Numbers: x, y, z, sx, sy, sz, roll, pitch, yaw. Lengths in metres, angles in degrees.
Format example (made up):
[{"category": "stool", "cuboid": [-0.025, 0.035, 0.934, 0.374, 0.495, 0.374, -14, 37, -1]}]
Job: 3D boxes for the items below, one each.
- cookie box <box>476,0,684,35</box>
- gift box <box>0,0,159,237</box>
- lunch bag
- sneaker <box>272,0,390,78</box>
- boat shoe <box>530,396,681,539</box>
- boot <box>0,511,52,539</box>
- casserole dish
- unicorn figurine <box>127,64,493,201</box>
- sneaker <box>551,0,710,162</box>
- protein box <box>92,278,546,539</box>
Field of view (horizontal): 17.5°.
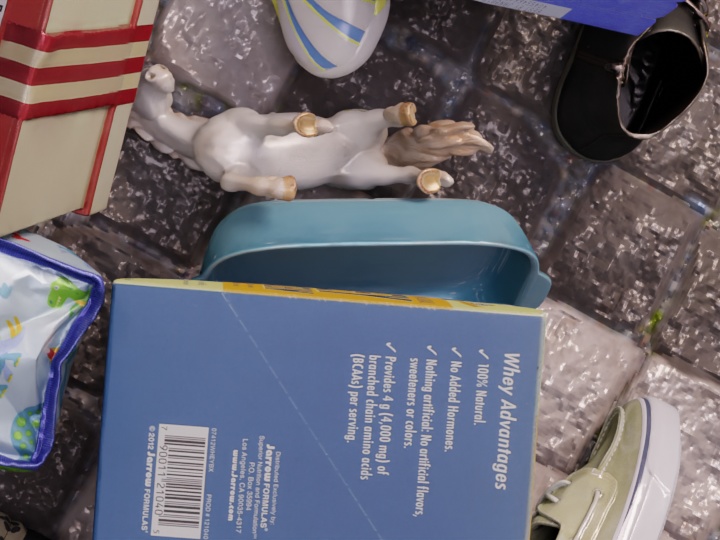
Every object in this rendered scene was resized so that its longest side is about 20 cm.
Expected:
[{"category": "cookie box", "cuboid": [0.082, -0.234, 1.181, 0.171, 0.075, 0.201, 8, 64, -33]}, {"category": "gift box", "cuboid": [-0.207, -0.132, 1.128, 0.199, 0.187, 0.185, 23, 102, 9]}, {"category": "lunch bag", "cuboid": [-0.240, 0.019, 1.140, 0.199, 0.170, 0.128, 21, 85, -14]}, {"category": "sneaker", "cuboid": [-0.039, -0.203, 1.220, 0.105, 0.076, 0.201, 9, 74, -55]}, {"category": "boat shoe", "cuboid": [0.120, 0.142, 1.244, 0.062, 0.072, 0.200, 26, 52, -5]}, {"category": "boot", "cuboid": [-0.170, 0.233, 1.207, 0.153, 0.073, 0.204, 25, 81, -8]}, {"category": "casserole dish", "cuboid": [0.000, 0.000, 1.230, 0.199, 0.121, 0.039, 0, 63, -11]}, {"category": "unicorn figurine", "cuboid": [-0.043, -0.069, 1.221, 0.199, 0.137, 0.074, 18, 87, -30]}, {"category": "sneaker", "cuboid": [0.169, -0.156, 1.270, 0.075, 0.106, 0.201, 16, 86, -12]}, {"category": "protein box", "cuboid": [-0.025, 0.108, 1.122, 0.199, 0.135, 0.199, 4, 90, -4]}]
